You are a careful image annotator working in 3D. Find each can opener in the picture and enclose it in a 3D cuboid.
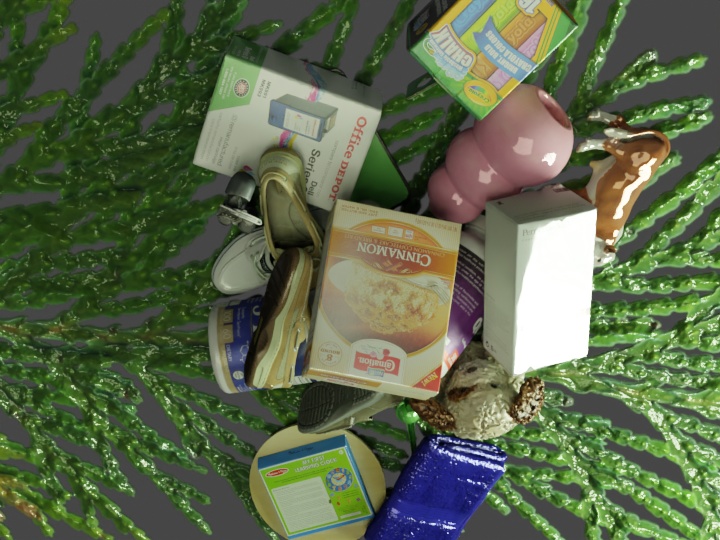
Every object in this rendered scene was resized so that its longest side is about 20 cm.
[{"bbox_3d":[-0.141,-0.082,1.389,0.053,0.200,0.067,22,91,-7],"label":"can opener"}]

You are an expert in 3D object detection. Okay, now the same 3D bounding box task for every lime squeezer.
[{"bbox_3d":[0.071,0.200,1.571,0.037,0.071,0.201,-22,150,-8],"label":"lime squeezer"}]

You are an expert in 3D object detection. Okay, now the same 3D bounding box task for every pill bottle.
[{"bbox_3d":[0.112,0.030,1.434,0.112,0.112,0.200,43,78,-16],"label":"pill bottle"},{"bbox_3d":[-0.090,0.089,1.497,0.198,0.120,0.121,-9,114,6],"label":"pill bottle"}]

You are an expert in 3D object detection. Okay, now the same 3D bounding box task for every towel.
[{"bbox_3d":[0.109,0.325,1.615,0.146,0.050,0.201,13,118,-29],"label":"towel"}]

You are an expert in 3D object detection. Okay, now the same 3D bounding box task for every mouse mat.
[{"bbox_3d":[-0.046,-0.138,1.453,0.160,0.008,0.201,-26,112,14],"label":"mouse mat"}]

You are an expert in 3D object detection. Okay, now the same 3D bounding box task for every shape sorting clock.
[{"bbox_3d":[-0.061,0.308,1.642,0.198,0.039,0.202,2,113,6],"label":"shape sorting clock"}]

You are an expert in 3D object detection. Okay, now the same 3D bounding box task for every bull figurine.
[{"bbox_3d":[0.300,-0.100,1.425,0.120,0.065,0.201,25,114,-7],"label":"bull figurine"}]

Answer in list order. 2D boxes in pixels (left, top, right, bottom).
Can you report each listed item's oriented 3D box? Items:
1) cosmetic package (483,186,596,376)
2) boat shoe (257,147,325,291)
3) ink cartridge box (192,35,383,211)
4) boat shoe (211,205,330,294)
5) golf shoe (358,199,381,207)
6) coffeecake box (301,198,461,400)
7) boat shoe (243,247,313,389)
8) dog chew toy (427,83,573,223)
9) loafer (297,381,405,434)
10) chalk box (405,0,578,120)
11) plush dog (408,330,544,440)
[{"bbox_3d":[0.211,0.011,1.363,0.112,0.081,0.202,-14,120,-19],"label":"cosmetic package"},{"bbox_3d":[-0.084,-0.048,1.372,0.072,0.063,0.202,-1,128,8],"label":"boat shoe"},{"bbox_3d":[-0.086,-0.174,1.387,0.198,0.088,0.146,19,115,-9],"label":"ink cartridge box"},{"bbox_3d":[-0.116,-0.023,1.472,0.199,0.067,0.074,-33,109,20],"label":"boat shoe"},{"bbox_3d":[0.000,0.000,1.417,0.072,0.092,0.202,10,71,0],"label":"golf shoe"},{"bbox_3d":[0.025,0.035,1.327,0.152,0.073,0.202,11,76,-7],"label":"coffeecake box"},{"bbox_3d":[-0.083,0.060,1.392,0.075,0.072,0.201,11,125,-16],"label":"boat shoe"},{"bbox_3d":[0.161,-0.132,1.391,0.124,0.125,0.200,41,118,-15],"label":"dog chew toy"},{"bbox_3d":[-0.013,0.183,1.536,0.069,0.076,0.199,25,148,-32],"label":"loafer"},{"bbox_3d":[0.133,-0.266,1.324,0.124,0.125,0.200,41,111,-15],"label":"chalk box"},{"bbox_3d":[0.150,0.158,1.491,0.198,0.172,0.162,-12,115,7],"label":"plush dog"}]
